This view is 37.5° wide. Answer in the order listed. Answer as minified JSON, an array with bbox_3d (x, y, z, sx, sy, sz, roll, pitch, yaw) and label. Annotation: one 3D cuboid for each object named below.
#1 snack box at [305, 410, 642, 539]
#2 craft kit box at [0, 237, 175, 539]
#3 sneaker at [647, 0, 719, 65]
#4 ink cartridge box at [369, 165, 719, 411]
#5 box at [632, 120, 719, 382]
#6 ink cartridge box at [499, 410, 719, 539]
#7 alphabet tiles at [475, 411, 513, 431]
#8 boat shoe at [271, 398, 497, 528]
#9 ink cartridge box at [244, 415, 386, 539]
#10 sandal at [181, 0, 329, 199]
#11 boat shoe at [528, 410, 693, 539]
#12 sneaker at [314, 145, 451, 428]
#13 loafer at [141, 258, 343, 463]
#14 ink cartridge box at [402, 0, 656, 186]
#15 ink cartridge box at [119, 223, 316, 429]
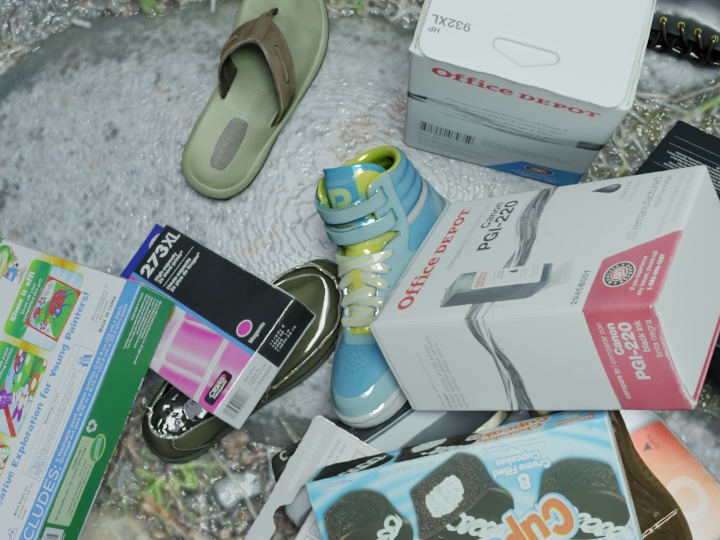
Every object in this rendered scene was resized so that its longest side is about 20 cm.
[{"bbox_3d":[0.076,0.166,0.687,0.199,0.037,0.117,-15,95,13],"label":"snack box"},{"bbox_3d":[-0.249,0.085,0.763,0.197,0.048,0.201,16,80,31],"label":"craft kit box"},{"bbox_3d":[0.266,-0.183,0.840,0.106,0.075,0.201,-29,72,0],"label":"sneaker"},{"bbox_3d":[0.127,0.015,0.695,0.085,0.199,0.146,60,43,-26],"label":"ink cartridge box"},{"bbox_3d":[0.270,0.001,0.753,0.141,0.079,0.200,-47,50,-9],"label":"box"},{"bbox_3d":[0.147,0.179,0.768,0.200,0.050,0.162,-41,81,-9],"label":"ink cartridge box"},{"bbox_3d":[0.114,0.144,0.807,0.199,0.015,0.197,7,80,2],"label":"alphabet tiles"},{"bbox_3d":[0.023,0.112,0.773,0.199,0.069,0.057,-32,62,0],"label":"boat shoe"},{"bbox_3d":[0.021,0.211,0.749,0.199,0.050,0.161,31,103,6],"label":"ink cartridge box"},{"bbox_3d":[-0.081,-0.152,0.840,0.079,0.057,0.202,19,81,4],"label":"sandal"},{"bbox_3d":[0.171,0.154,0.726,0.073,0.063,0.201,-21,88,-1],"label":"boat shoe"},{"bbox_3d":[0.000,0.000,0.754,0.079,0.131,0.201,-4,54,33],"label":"sneaker"},{"bbox_3d":[-0.083,0.069,0.795,0.075,0.070,0.200,44,83,8],"label":"loafer"},{"bbox_3d":[0.111,-0.138,0.762,0.144,0.200,0.084,16,81,4],"label":"ink cartridge box"},{"bbox_3d":[-0.128,0.029,0.768,0.200,0.037,0.095,26,79,43],"label":"ink cartridge box"}]
